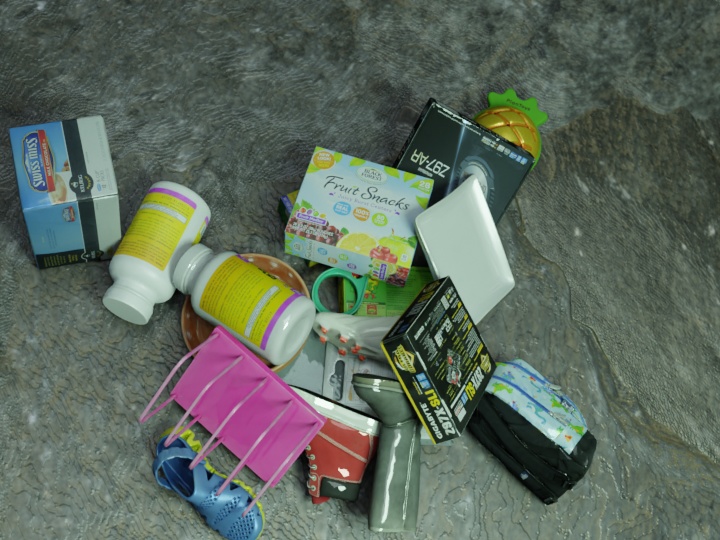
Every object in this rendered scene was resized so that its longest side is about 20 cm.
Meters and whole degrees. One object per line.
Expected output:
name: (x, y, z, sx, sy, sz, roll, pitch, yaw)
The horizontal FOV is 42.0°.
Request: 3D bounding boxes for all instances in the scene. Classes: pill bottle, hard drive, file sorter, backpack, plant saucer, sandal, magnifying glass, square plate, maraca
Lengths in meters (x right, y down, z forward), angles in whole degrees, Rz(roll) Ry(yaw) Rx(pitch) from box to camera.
pill bottle: (-0.307, -0.025, 1.398, 0.103, 0.104, 0.202, 24, 64, -3)
hard drive: (-0.038, 0.160, 1.424, 0.196, 0.033, 0.142, 5, 67, -11)
file sorter: (-0.176, 0.206, 1.258, 0.199, 0.140, 0.125, 40, 24, 4)
backpack: (0.246, 0.231, 1.406, 0.198, 0.164, 0.155, 28, 55, 7)
plant saucer: (-0.169, 0.071, 1.408, 0.196, 0.032, 0.204, -2, 64, 4)
sandal: (-0.217, 0.302, 1.285, 0.199, 0.087, 0.080, 39, 98, 9)
magnifying glass: (0.000, 0.000, 1.453, 0.079, 0.022, 0.200, 41, 63, 7)
square plate: (0.160, -0.024, 1.464, 0.199, 0.028, 0.201, -36, 109, -48)
pill bottle: (-0.169, 0.042, 1.338, 0.198, 0.105, 0.105, 31, 63, 17)
maraca: (0.250, -0.234, 1.616, 0.135, 0.107, 0.202, 24, 60, 4)

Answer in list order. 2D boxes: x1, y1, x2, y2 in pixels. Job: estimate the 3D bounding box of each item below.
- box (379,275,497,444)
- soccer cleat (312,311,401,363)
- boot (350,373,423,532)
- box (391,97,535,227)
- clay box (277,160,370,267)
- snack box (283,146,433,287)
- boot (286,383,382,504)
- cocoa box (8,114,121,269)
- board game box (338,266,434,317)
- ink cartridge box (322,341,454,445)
box: (0.114, 0.119, 1.307, 0.161, 0.049, 0.200, 62, 30, -11)
soccer cleat: (0.025, 0.095, 1.385, 0.197, 0.070, 0.079, 19, 64, 4)
boot: (0.034, 0.252, 1.281, 0.180, 0.072, 0.203, 23, 81, -43)
box: (0.161, -0.163, 1.530, 0.198, 0.044, 0.162, 27, 108, -12)
clay box: (-0.023, -0.099, 1.527, 0.198, 0.048, 0.116, -25, 75, -21)
snack box: (-0.002, -0.085, 1.449, 0.197, 0.068, 0.171, 17, 60, 3)
boot: (-0.079, 0.247, 1.332, 0.197, 0.072, 0.146, 23, 88, 4)
cocoa box: (-0.421, -0.108, 1.352, 0.129, 0.200, 0.135, -11, 69, -17)
board game box: (0.065, 0.048, 1.487, 0.196, 0.048, 0.103, 4, 66, -12)
ink cartridge box: (0.045, 0.174, 1.407, 0.196, 0.057, 0.165, 0, 67, 9)
